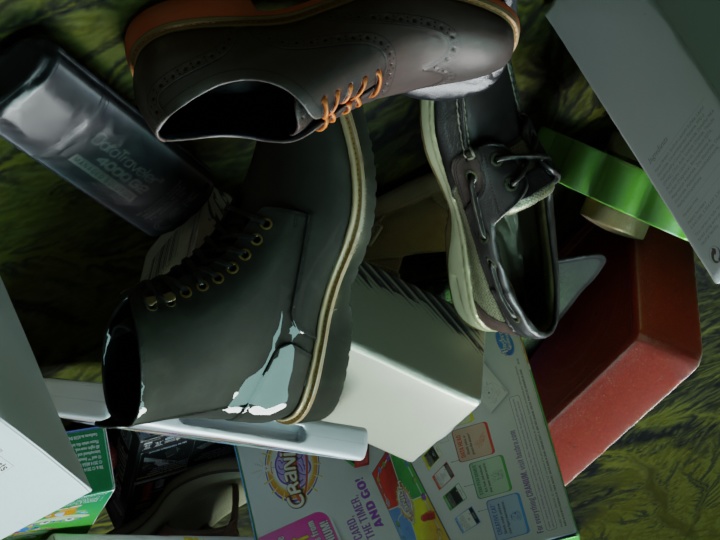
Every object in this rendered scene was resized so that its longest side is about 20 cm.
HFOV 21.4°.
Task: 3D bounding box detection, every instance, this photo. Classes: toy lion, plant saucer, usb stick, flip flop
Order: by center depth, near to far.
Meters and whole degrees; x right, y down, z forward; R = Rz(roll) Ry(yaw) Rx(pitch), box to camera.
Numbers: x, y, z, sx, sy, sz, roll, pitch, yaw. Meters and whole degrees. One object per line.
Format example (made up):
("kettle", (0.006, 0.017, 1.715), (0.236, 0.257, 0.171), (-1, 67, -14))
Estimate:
("usb stick", (-0.135, -0.066, 0.984), (0.055, 0.033, 0.200), (-38, 154, 6))
("toy lion", (0.176, -0.046, 1.167), (0.191, 0.200, 0.069), (17, 99, -44))
("plant saucer", (0.159, 0.038, 1.334), (0.037, 0.201, 0.200), (24, 133, -19))
("flip flop", (-0.124, 0.188, 1.338), (0.200, 0.058, 0.081), (-35, 153, 21))

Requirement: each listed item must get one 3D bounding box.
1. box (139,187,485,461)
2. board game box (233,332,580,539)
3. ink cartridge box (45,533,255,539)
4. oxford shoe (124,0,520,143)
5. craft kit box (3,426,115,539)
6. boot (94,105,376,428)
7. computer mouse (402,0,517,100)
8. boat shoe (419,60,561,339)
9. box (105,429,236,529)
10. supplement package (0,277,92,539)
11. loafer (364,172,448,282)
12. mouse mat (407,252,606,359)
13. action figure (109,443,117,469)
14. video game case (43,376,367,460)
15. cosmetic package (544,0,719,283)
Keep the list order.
("box", (-0.029, 0.034, 1.124), (0.199, 0.069, 0.082), (26, 136, -21))
("board game box", (0.025, 0.128, 1.219), (0.199, 0.154, 0.040), (-15, 158, 2))
("ink cartridge box", (-0.148, 0.251, 1.258), (0.199, 0.126, 0.129), (5, 154, -25))
("oxford shoe", (-0.014, -0.095, 0.945), (0.199, 0.073, 0.071), (-8, 143, -8))
("craft kit box", (-0.261, 0.150, 1.171), (0.199, 0.049, 0.198), (-8, 168, -16))
("boot", (-0.068, -0.013, 0.989), (0.138, 0.201, 0.077), (-4, -172, -39))
("computer mouse", (0.077, -0.168, 0.966), (0.140, 0.046, 0.200), (-5, 144, -4))
("boat shoe", (0.083, -0.052, 1.087), (0.073, 0.065, 0.201), (-36, 127, -35))
("box", (-0.081, 0.108, 1.354), (0.199, 0.050, 0.158), (-17, 154, -22))
("supplement package", (-0.266, 0.052, 0.886), (0.199, 0.192, 0.147), (-27, 156, 1))
("loafer", (0.000, 0.000, 1.203), (0.199, 0.068, 0.076), (-27, 155, -1))
("mouse mat", (0.062, 0.043, 1.255), (0.160, 0.008, 0.200), (-9, 158, -18))
("action figure", (-0.231, 0.181, 1.342), (0.065, 0.052, 0.200), (20, 128, -36))
("video game case", (-0.126, 0.083, 1.121), (0.182, 0.023, 0.200), (14, 171, -38))
("cosmetic package", (0.204, -0.101, 1.058), (0.112, 0.200, 0.081), (-13, 153, -33))
